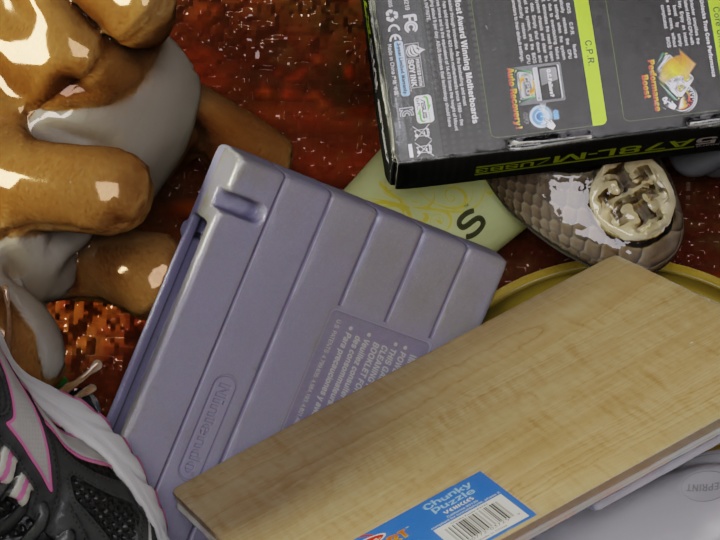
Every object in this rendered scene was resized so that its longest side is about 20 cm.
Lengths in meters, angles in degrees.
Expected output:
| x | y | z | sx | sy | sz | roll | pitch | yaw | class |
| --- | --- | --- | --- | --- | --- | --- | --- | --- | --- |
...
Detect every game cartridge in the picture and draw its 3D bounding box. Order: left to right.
| x | y | z | sx | sy | sz | roll | pitch | yaw | class |
| --- | --- | --- | --- | --- | --- | --- | --- | --- | --- |
| -0.035 | 0.066 | 0.938 | 0.129 | 0.038 | 0.200 | 20 | 95 | -31 | game cartridge |

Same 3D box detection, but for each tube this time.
| x | y | z | sx | sy | sz | roll | pitch | yaw | class |
| --- | --- | --- | --- | --- | --- | --- | --- | --- | --- |
| 0.000 | 0.000 | 0.995 | 0.200 | 0.052 | 0.058 | -43 | 122 | -16 | tube |

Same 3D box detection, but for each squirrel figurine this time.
| x | y | z | sx | sy | sz | roll | pitch | yaw | class |
| --- | --- | --- | --- | --- | --- | --- | --- | --- | --- |
| -0.158 | -0.027 | 0.962 | 0.200 | 0.142 | 0.187 | 22 | 75 | 22 | squirrel figurine |

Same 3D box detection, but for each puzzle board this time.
| x | y | z | sx | sy | sz | roll | pitch | yaw | class |
| --- | --- | --- | --- | --- | --- | --- | --- | --- | --- |
| 0.046 | 0.062 | 0.869 | 0.200 | 0.151 | 0.017 | -28 | 113 | -15 | puzzle board |

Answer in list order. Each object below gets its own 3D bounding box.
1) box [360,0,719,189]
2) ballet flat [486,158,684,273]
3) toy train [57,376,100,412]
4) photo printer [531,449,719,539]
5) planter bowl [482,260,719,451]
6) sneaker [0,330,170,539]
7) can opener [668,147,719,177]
| x | y | z | sx | sy | sz | roll | pitch | yaw | class |
| --- | --- | --- | --- | --- | --- | --- | --- | --- | --- |
| 0.093 | -0.142 | 0.974 | 0.193 | 0.048 | 0.201 | -7 | 77 | -5 | box |
| 0.064 | -0.082 | 1.000 | 0.067 | 0.046 | 0.200 | -26 | 71 | -28 | ballet flat |
| -0.197 | 0.095 | 0.980 | 0.200 | 0.042 | 0.056 | -33 | 67 | -8 | toy train |
| 0.092 | 0.151 | 0.885 | 0.199 | 0.070 | 0.167 | -13 | 120 | 16 | photo printer |
| 0.107 | 0.083 | 0.956 | 0.200 | 0.083 | 0.201 | 0 | 77 | 0 | planter bowl |
| -0.141 | 0.063 | 0.849 | 0.080 | 0.086 | 0.200 | -33 | 101 | 14 | sneaker |
| 0.104 | -0.125 | 1.027 | 0.066 | 0.053 | 0.200 | -35 | 75 | 28 | can opener |
